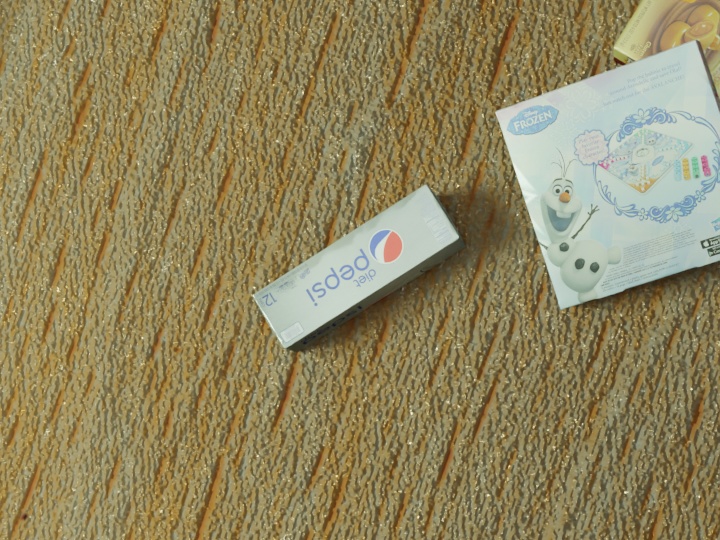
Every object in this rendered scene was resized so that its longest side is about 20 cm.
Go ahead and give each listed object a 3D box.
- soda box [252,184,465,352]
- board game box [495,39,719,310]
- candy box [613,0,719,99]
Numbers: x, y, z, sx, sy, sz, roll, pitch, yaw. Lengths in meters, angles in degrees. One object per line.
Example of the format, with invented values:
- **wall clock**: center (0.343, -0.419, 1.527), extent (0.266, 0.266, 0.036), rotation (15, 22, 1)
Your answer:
- **soda box**: center (0.000, 0.000, 1.586), extent (0.200, 0.068, 0.063), rotation (-32, 80, 3)
- **board game box**: center (0.252, -0.088, 1.544), extent (0.200, 0.043, 0.199), rotation (-18, 90, 18)
- **candy box**: center (0.341, -0.262, 1.572), extent (0.115, 0.055, 0.200), rotation (32, 89, 10)
